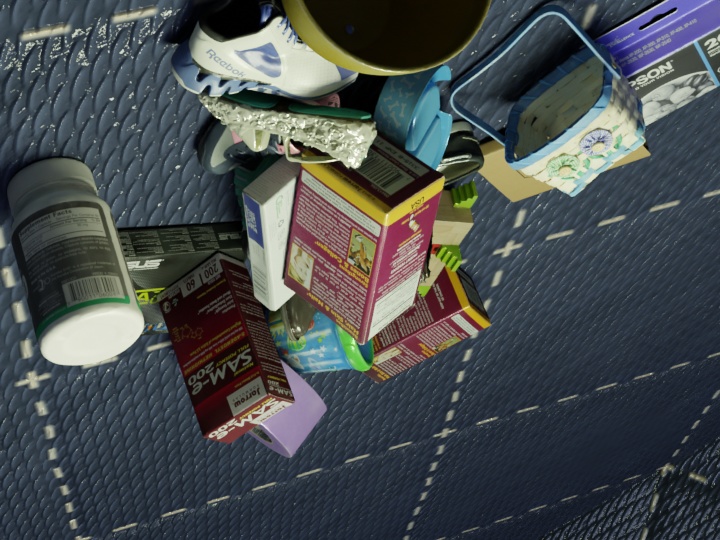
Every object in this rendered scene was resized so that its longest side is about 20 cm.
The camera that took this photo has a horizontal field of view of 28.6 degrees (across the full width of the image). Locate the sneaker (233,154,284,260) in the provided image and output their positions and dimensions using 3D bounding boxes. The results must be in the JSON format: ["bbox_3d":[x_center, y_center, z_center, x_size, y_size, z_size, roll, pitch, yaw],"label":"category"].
[{"bbox_3d":[-0.100,-0.098,1.676,0.088,0.074,0.201,-51,160,-39],"label":"sneaker"}]

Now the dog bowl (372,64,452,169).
[{"bbox_3d":[0.058,-0.163,1.608,0.112,0.049,0.200,-60,163,-21],"label":"dog bowl"}]

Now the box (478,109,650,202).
[{"bbox_3d":[0.255,-0.152,1.819,0.199,0.021,0.163,-18,156,23],"label":"box"}]

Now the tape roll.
[{"bbox_3d":[-0.148,0.163,1.944,0.085,0.199,0.200,-52,158,-13],"label":"tape roll"}]

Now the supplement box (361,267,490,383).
[{"bbox_3d":[0.078,0.076,2.092,0.199,0.086,0.110,-28,154,13],"label":"supplement box"}]

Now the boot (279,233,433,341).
[{"bbox_3d":[0.000,0.000,1.730,0.172,0.201,0.069,4,149,21],"label":"boot"}]

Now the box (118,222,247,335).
[{"bbox_3d":[-0.258,0.016,1.769,0.198,0.048,0.193,-5,151,-32],"label":"box"}]

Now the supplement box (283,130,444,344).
[{"bbox_3d":[0.001,-0.042,1.565,0.103,0.131,0.201,-34,150,-38],"label":"supplement box"}]

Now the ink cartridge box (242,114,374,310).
[{"bbox_3d":[-0.050,-0.078,1.634,0.200,0.040,0.200,-40,152,-26],"label":"ink cartridge box"}]

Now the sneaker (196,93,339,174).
[{"bbox_3d":[-0.101,-0.149,1.529,0.070,0.083,0.200,6,143,-48],"label":"sneaker"}]

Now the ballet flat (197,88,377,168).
[{"bbox_3d":[-0.082,-0.147,1.449,0.198,0.072,0.072,15,158,14],"label":"ballet flat"}]

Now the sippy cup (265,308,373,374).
[{"bbox_3d":[-0.062,0.085,1.968,0.129,0.140,0.179,-15,114,10],"label":"sippy cup"}]

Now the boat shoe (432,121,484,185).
[{"bbox_3d":[0.056,-0.115,1.737,0.199,0.061,0.076,-27,154,11],"label":"boat shoe"}]

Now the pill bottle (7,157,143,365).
[{"bbox_3d":[-0.307,-0.011,1.501,0.112,0.201,0.113,-17,154,-9],"label":"pill bottle"}]

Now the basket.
[{"bbox_3d":[0.228,-0.197,1.645,0.199,0.140,0.176,37,126,-19],"label":"basket"}]

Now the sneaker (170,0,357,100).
[{"bbox_3d":[-0.080,-0.231,1.391,0.198,0.081,0.115,-7,153,-24],"label":"sneaker"}]

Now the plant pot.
[{"bbox_3d":[0.003,-0.266,1.300,0.198,0.202,0.142,-10,178,-22],"label":"plant pot"}]

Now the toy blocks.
[{"bbox_3d":[0.055,-0.045,1.857,0.135,0.101,0.200,4,146,-21],"label":"toy blocks"}]

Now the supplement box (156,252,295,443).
[{"bbox_3d":[-0.165,0.094,1.710,0.108,0.201,0.061,-33,152,20],"label":"supplement box"}]

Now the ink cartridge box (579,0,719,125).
[{"bbox_3d":[0.386,-0.264,1.724,0.197,0.044,0.200,-28,153,17],"label":"ink cartridge box"}]
